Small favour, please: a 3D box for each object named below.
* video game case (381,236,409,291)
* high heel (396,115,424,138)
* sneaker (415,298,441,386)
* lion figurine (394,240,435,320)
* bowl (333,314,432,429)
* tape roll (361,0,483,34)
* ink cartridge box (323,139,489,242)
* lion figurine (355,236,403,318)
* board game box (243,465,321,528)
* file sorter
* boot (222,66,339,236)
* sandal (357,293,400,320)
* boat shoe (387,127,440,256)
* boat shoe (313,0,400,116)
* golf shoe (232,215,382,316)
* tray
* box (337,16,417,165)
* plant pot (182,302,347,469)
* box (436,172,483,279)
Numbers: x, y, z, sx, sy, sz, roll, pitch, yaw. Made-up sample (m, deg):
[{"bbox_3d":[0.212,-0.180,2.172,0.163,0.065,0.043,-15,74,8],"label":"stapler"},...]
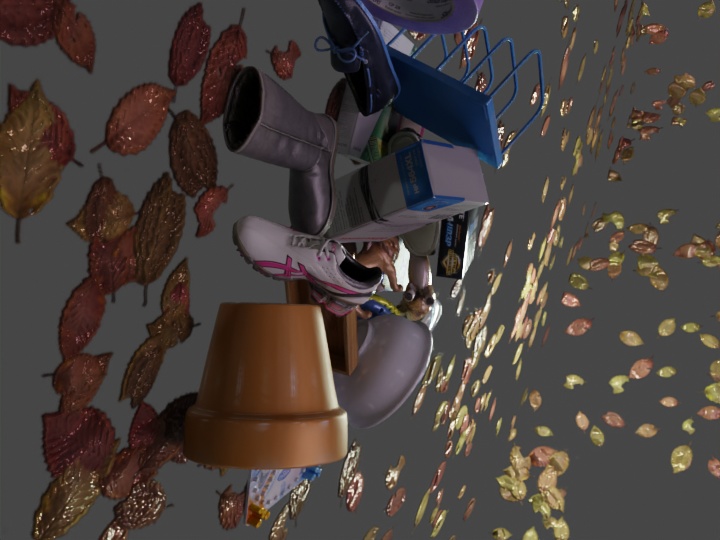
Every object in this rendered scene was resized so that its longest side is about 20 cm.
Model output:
[{"bbox_3d":[0.074,-0.063,1.353,0.181,0.045,0.201,3,102,-66],"label":"video game case"},{"bbox_3d":[0.067,-0.212,1.250,0.096,0.067,0.201,-87,-170,-73],"label":"high heel"},{"bbox_3d":[0.100,0.138,1.515,0.081,0.076,0.201,34,68,-56],"label":"sneaker"},{"bbox_3d":[0.098,-0.005,1.299,0.123,0.072,0.201,-65,161,-82],"label":"lion figurine"},{"bbox_3d":[0.014,0.141,1.200,0.090,0.201,0.202,39,63,-20],"label":"bowl"},{"bbox_3d":[0.065,-0.384,0.945,0.200,0.199,0.085,30,78,-65],"label":"tape roll"},{"bbox_3d":[0.055,-0.106,1.066,0.146,0.199,0.085,-4,79,-52],"label":"ink cartridge box"},{"bbox_3d":[0.000,0.000,1.188,0.200,0.072,0.123,-42,123,-41],"label":"lion figurine"},{"bbox_3d":[-0.109,0.280,1.203,0.200,0.026,0.201,-23,125,-60],"label":"board game box"},{"bbox_3d":[0.146,-0.269,1.073,0.123,0.200,0.139,-47,149,-13],"label":"file sorter"},{"bbox_3d":[-0.093,-0.134,0.921,0.200,0.072,0.183,2,89,-72],"label":"boot"},{"bbox_3d":[0.026,0.104,1.325,0.087,0.079,0.200,-52,147,-18],"label":"sandal"},{"bbox_3d":[0.090,-0.125,1.195,0.061,0.071,0.202,-58,141,-65],"label":"boat shoe"},{"bbox_3d":[-0.006,-0.280,0.984,0.069,0.084,0.200,-45,132,-9],"label":"boat shoe"},{"bbox_3d":[-0.064,-0.021,0.944,0.199,0.092,0.073,29,42,-26],"label":"golf shoe"},{"bbox_3d":[-0.055,0.054,1.085,0.037,0.098,0.201,-51,148,-46],"label":"tray"},{"bbox_3d":[0.023,-0.260,1.132,0.144,0.036,0.201,4,103,-65],"label":"box"},{"bbox_3d":[-0.114,0.133,0.929,0.200,0.199,0.185,9,81,-65],"label":"plant pot"},{"bbox_3d":[0.169,-0.083,1.274,0.200,0.046,0.160,-37,133,-73],"label":"box"}]
